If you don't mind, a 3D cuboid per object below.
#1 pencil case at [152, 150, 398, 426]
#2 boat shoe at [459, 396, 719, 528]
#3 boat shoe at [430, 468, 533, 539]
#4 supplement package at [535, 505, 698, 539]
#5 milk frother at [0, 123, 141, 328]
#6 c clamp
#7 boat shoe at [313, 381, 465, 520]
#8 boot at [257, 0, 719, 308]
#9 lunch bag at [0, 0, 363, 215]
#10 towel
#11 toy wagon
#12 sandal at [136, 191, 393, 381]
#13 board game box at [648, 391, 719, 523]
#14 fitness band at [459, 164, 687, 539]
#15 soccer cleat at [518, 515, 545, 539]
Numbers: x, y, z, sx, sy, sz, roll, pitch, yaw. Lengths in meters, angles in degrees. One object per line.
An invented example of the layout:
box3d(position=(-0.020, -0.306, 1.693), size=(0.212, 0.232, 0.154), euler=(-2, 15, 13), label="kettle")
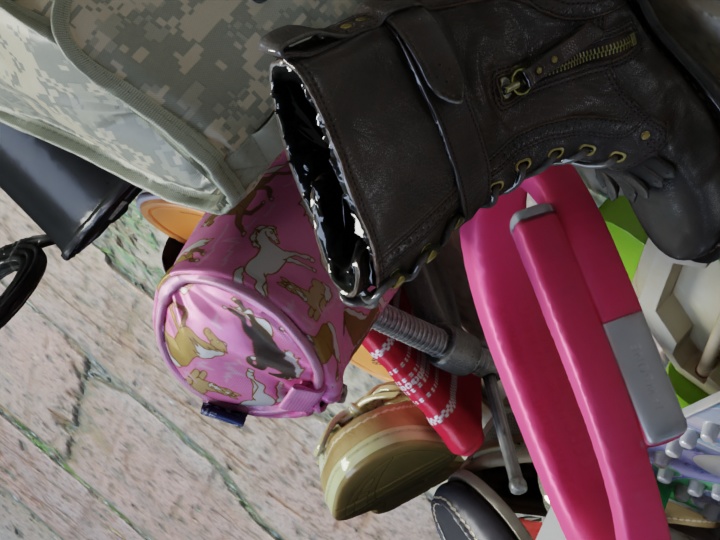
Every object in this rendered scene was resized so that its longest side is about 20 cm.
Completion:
box3d(position=(-0.012, -0.020, 1.172), size=(0.083, 0.200, 0.087), euler=(5, 129, 26), label="pencil case")
box3d(position=(0.122, 0.105, 1.361), size=(0.200, 0.065, 0.072), euler=(9, 142, 56), label="boat shoe")
box3d(position=(0.075, 0.199, 1.385), size=(0.200, 0.063, 0.073), euler=(65, 163, 9), label="boat shoe")
box3d(position=(0.165, 0.199, 1.263), size=(0.200, 0.121, 0.120), euler=(23, -175, -5), label="supplement package")
box3d(position=(-0.211, -0.074, 1.427), size=(0.188, 0.200, 0.181), euler=(43, 163, -1), label="milk frother")
box3d(position=(0.000, 0.000, 1.276), size=(0.200, 0.027, 0.171), euler=(29, -146, -39), label="c clamp")
box3d(position=(0.011, 0.084, 1.406), size=(0.063, 0.073, 0.201), euler=(61, -173, 9), label="boat shoe")
box3d(position=(0.051, -0.044, 1.019), size=(0.069, 0.174, 0.200), euler=(12, 137, 50), label="boot")
box3d(position=(-0.071, -0.124, 1.118), size=(0.200, 0.164, 0.118), euler=(24, 156, 39), label="lunch bag")
box3d(position=(-0.009, 0.000, 1.351), size=(0.200, 0.022, 0.145), euler=(47, -168, -10), label="towel")
box3d(position=(0.166, 0.023, 1.158), size=(0.200, 0.040, 0.155), euler=(38, 159, 14), label="toy wagon")
box3d(position=(-0.038, 0.025, 1.439), size=(0.079, 0.059, 0.207), euler=(-4, 147, 48), label="sandal")
box3d(position=(0.216, 0.111, 1.162), size=(0.200, 0.026, 0.200), euler=(24, 161, -9), label="board game box")
box3d(position=(0.087, 0.042, 1.141), size=(0.144, 0.037, 0.200), euler=(108, 144, -70), label="fitness band")
box3d(position=(0.125, 0.162, 1.464), size=(0.085, 0.069, 0.200), euler=(14, 170, -21), label="soccer cleat")
